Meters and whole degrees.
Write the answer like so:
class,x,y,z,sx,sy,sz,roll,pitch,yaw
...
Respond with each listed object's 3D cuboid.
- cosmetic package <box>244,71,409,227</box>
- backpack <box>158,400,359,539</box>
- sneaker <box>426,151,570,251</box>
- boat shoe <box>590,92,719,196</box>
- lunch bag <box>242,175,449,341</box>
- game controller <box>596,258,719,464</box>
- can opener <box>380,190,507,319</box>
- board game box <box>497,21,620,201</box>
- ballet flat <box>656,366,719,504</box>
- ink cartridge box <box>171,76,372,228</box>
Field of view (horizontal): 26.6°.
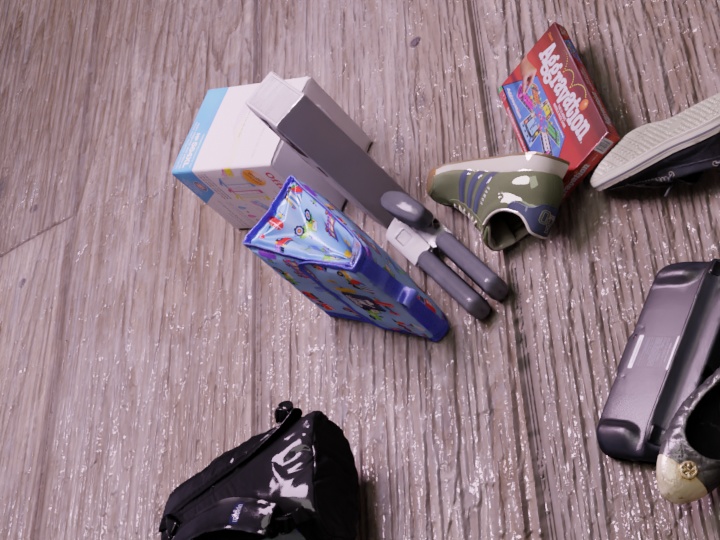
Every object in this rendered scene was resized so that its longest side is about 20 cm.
class,x,y,z,sx,sy,sz,roll,pitch,yaw
cosmetic package,-0.035,-0.130,1.674,0.051,0.200,0.083,-48,38,1
backpack,-0.099,0.243,1.480,0.200,0.127,0.167,-31,30,22
sneaker,0.132,-0.065,1.567,0.200,0.067,0.090,-5,73,54
boat shoe,0.298,-0.109,1.453,0.200,0.062,0.075,-24,27,49
lunch bag,0.000,0.000,1.571,0.094,0.151,0.200,-55,38,-8
game controller,0.275,0.077,1.344,0.104,0.042,0.201,-9,50,57
can opener,0.076,-0.022,1.585,0.053,0.067,0.200,-47,38,2
board game box,0.204,-0.165,1.600,0.103,0.019,0.200,-49,34,28
ballet flat,0.309,0.106,1.250,0.066,0.057,0.200,38,84,10
ink cartridge box,-0.097,-0.136,1.796,0.199,0.128,0.126,0,58,44
